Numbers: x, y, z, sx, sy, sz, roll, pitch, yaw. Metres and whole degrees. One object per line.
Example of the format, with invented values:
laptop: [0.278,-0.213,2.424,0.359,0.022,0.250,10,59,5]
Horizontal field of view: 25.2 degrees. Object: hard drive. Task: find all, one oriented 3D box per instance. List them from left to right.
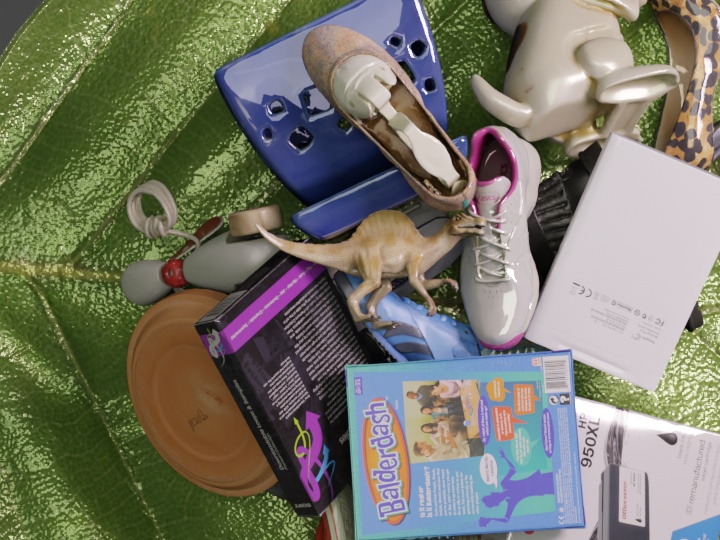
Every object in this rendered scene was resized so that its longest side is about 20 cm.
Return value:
hard drive: [0.245,-0.007,1.451,0.131,0.027,0.202,22,103,0]

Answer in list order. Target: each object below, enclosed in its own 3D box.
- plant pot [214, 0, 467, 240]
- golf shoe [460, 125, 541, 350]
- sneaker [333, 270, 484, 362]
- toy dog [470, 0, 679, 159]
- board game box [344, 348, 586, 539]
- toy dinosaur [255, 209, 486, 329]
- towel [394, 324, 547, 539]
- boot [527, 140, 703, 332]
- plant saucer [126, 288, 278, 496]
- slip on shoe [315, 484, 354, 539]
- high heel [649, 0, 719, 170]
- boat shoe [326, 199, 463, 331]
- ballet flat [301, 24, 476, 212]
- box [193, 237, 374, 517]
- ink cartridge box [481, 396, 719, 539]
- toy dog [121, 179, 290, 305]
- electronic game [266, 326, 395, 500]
plant pot: [-0.007,-0.136,1.486,0.198,0.200,0.181,-25,90,0]
golf shoe: [0.115,-0.033,1.422,0.075,0.091,0.202,-5,72,20]
sneaker: [0.061,0.058,1.454,0.078,0.066,0.200,-43,98,4]
toy dog: [0.179,-0.215,1.509,0.192,0.140,0.202,-11,63,-10]
board game box: [0.089,0.151,1.389,0.198,0.045,0.154,-4,83,5]
toy dinosaur: [0.012,-0.003,1.399,0.198,0.058,0.102,-5,76,2]
towel: [0.105,0.150,1.501,0.145,0.022,0.202,-1,85,-5]
boot: [0.209,0.000,1.510,0.157,0.079,0.212,-34,98,10]
plant saucer: [-0.139,0.117,1.488,0.199,0.032,0.202,13,115,30]
slip on shoe: [-0.030,0.283,1.486,0.060,0.074,0.202,1,105,10]
high heel: [0.287,-0.190,1.528,0.142,0.071,0.201,-38,92,-7]
boat shoe: [0.000,0.000,1.508,0.199,0.072,0.066,-35,50,3]
ballet flat: [0.029,-0.132,1.360,0.200,0.067,0.068,44,92,-5]
box: [-0.050,0.094,1.417,0.036,0.143,0.201,-13,111,43]
ink cartridge box: [0.223,0.198,1.462,0.198,0.084,0.146,15,82,-11]
toy dog: [-0.125,-0.009,1.519,0.199,0.096,0.133,15,103,33]
electronic game: [-0.039,0.122,1.533,0.198,0.042,0.202,-1,76,4]
